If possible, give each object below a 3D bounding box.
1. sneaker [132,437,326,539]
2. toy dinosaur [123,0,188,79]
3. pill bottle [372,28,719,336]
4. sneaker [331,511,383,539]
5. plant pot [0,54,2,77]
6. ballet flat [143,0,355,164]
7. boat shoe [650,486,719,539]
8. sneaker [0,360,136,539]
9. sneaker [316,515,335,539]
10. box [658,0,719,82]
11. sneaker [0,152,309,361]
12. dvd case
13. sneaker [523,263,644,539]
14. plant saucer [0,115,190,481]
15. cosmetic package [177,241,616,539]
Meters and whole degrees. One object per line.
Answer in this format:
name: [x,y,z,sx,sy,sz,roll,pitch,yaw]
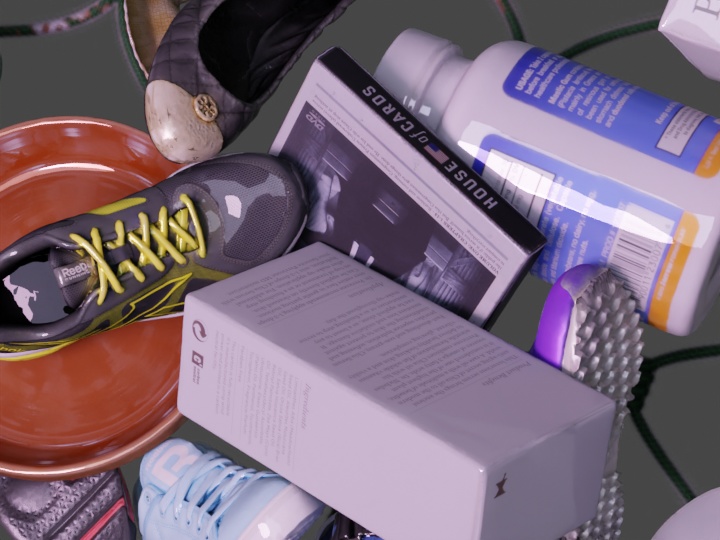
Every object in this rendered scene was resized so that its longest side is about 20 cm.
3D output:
sneaker: [-0.082,0.125,1.187,0.082,0.200,0.074,45,68,-5]
toy dinosaur: [-0.103,-0.116,1.246,0.058,0.101,0.201,-17,88,16]
pill bottle: [0.101,-0.053,1.186,0.199,0.112,0.113,24,95,15]
sneaker: [-0.012,0.169,1.144,0.199,0.077,0.112,-14,61,11]
plant pot: [-0.309,-0.112,1.265,0.187,0.200,0.201,31,97,2]
ballet flat: [-0.052,-0.131,1.200,0.057,0.200,0.067,-15,122,46]
boat shoe: [0.238,0.142,1.165,0.199,0.064,0.071,-22,51,35]
sneaker: [-0.184,0.092,1.272,0.074,0.087,0.200,-38,71,-4]
sneaker: [0.041,0.208,1.188,0.070,0.108,0.200,-36,82,3]
box: [0.244,-0.177,1.103,0.130,0.200,0.200,19,94,14]
sneaker: [-0.119,-0.001,1.161,0.199,0.085,0.075,-25,90,5]
dvd case: [0.000,0.000,1.199,0.150,0.025,0.200,43,136,12]
sneaker: [0.083,0.078,1.176,0.099,0.070,0.201,22,130,27]
plant saucer: [-0.162,0.015,1.230,0.199,0.032,0.201,-2,72,7]
cosmetic package: [0.014,0.066,1.117,0.200,0.101,0.072,28,125,35]
